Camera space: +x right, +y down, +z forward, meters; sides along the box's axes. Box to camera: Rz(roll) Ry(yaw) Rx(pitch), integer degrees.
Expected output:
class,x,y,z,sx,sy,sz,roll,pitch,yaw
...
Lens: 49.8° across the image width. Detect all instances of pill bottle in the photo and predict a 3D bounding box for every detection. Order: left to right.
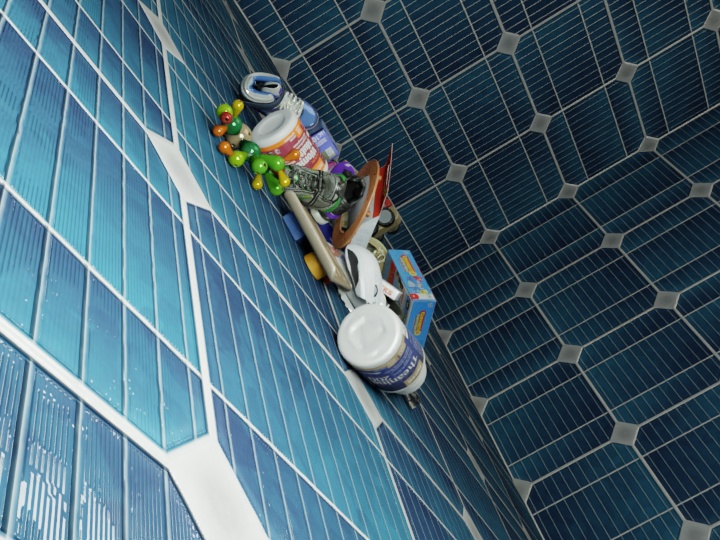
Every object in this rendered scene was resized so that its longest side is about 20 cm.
class,x,y,z,sx,sy,sz,roll,pitch,yaw
pill bottle,-0.136,-0.232,1.640,0.200,0.109,0.110,55,8,-37
pill bottle,0.046,0.143,1.322,0.111,0.111,0.200,64,7,33

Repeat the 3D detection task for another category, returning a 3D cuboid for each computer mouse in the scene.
class,x,y,z,sx,sy,sz,roll,pitch,yaw
computer mouse,0.020,0.029,1.530,0.110,0.044,0.200,9,58,-50
computer mouse,0.075,0.213,1.559,0.139,0.053,0.200,62,-5,11

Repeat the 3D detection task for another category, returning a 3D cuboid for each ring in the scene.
class,x,y,z,sx,sy,sz,roll,pitch,yaw
ring,-0.006,-0.135,1.610,0.019,0.201,0.200,23,19,-18

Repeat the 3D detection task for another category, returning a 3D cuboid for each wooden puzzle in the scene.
class,x,y,z,sx,sy,sz,roll,pitch,yaw
wooden puzzle,-0.088,-0.046,1.472,0.185,0.046,0.200,61,1,12

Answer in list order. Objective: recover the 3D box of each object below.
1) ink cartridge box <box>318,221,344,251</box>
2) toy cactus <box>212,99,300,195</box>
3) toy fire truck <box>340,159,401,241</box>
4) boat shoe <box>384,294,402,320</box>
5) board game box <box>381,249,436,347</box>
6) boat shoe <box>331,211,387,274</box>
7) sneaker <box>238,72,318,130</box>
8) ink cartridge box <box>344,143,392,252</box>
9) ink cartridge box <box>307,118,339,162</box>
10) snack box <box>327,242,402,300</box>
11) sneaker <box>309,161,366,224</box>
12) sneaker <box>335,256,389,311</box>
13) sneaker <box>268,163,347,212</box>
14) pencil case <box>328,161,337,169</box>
class,x,y,z,sx,sy,sz,roll,pitch,yaw
ink cartridge box,-0.076,-0.096,1.821,0.197,0.043,0.200,61,5,8
toy cactus,-0.188,-0.218,1.301,0.200,0.102,0.165,42,6,-43
toy fire truck,-0.016,-0.165,2.006,0.200,0.176,0.129,61,7,18
boat shoe,0.021,0.074,1.710,0.200,0.076,0.074,54,-27,40
board game box,0.095,0.088,1.757,0.196,0.056,0.200,-112,-152,-51
boat shoe,0.004,-0.052,1.778,0.201,0.073,0.063,52,20,-31
sneaker,-0.177,-0.377,1.737,0.200,0.081,0.146,22,-5,-14
ink cartridge box,0.017,-0.152,1.641,0.200,0.047,0.160,111,-11,-46
ink cartridge box,-0.125,-0.278,1.824,0.076,0.136,0.200,56,7,-20
snack box,0.000,0.000,1.655,0.200,0.024,0.072,34,3,9
sneaker,-0.027,-0.169,1.586,0.070,0.099,0.200,52,33,-23
sneaker,0.005,0.050,1.597,0.200,0.080,0.076,58,8,-3
sneaker,-0.105,-0.162,1.487,0.200,0.078,0.085,11,-7,45
pencil case,-0.040,-0.153,1.806,0.094,0.091,0.200,5,-43,55
